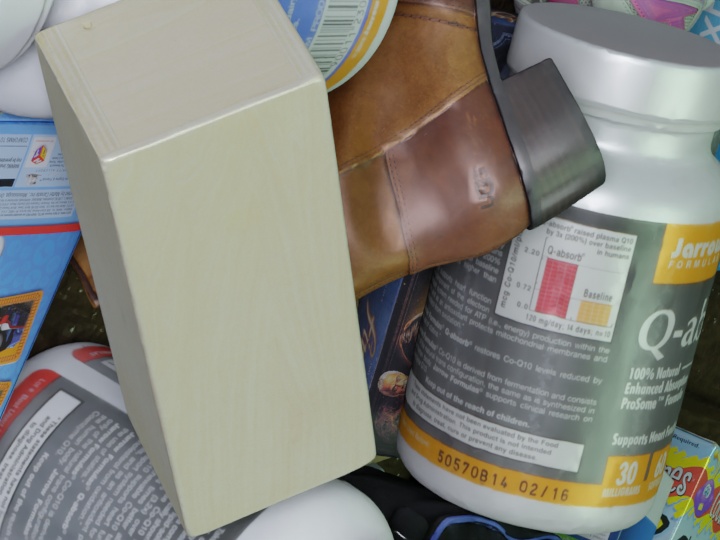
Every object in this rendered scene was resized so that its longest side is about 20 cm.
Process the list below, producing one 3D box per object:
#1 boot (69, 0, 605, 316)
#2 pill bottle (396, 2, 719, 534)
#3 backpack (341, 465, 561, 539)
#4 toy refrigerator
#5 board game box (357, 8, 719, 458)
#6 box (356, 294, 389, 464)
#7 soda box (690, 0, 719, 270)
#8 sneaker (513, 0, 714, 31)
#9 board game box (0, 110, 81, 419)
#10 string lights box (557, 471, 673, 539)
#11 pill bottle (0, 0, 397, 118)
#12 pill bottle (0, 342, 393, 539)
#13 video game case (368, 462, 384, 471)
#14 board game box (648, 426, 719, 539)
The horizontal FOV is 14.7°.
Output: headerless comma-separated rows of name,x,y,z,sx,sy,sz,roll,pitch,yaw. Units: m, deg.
boot,-0.034,-0.063,1.078,0.199,0.189,0.069,-26,169,-8
pill bottle,0.089,-0.002,1.159,0.116,0.116,0.201,-10,118,-53
backpack,-0.007,0.182,1.207,0.200,0.153,0.192,23,85,-58
toy refrigerator,-0.049,-0.005,0.932,0.076,0.070,0.201,-22,141,-11
board game box,0.075,-0.009,1.237,0.135,0.035,0.201,9,107,-26
box,0.000,0.000,1.246,0.163,0.021,0.201,-10,120,-54
soda box,0.187,-0.103,1.403,0.064,0.068,0.201,-7,118,-55
sneaker,0.108,-0.136,1.248,0.089,0.081,0.200,-63,149,-3
board game box,-0.174,0.027,0.969,0.151,0.037,0.201,-4,123,-55
string lights box,0.068,0.174,1.369,0.201,0.102,0.059,-68,156,-9
pill bottle,-0.084,-0.109,0.951,0.200,0.112,0.113,-8,119,-53
pill bottle,-0.059,0.117,1.073,0.116,0.199,0.116,-35,139,-37
video game case,-0.053,0.211,1.327,0.200,0.022,0.183,-39,141,-34
board game box,0.112,0.173,1.445,0.201,0.103,0.105,-64,153,-7
